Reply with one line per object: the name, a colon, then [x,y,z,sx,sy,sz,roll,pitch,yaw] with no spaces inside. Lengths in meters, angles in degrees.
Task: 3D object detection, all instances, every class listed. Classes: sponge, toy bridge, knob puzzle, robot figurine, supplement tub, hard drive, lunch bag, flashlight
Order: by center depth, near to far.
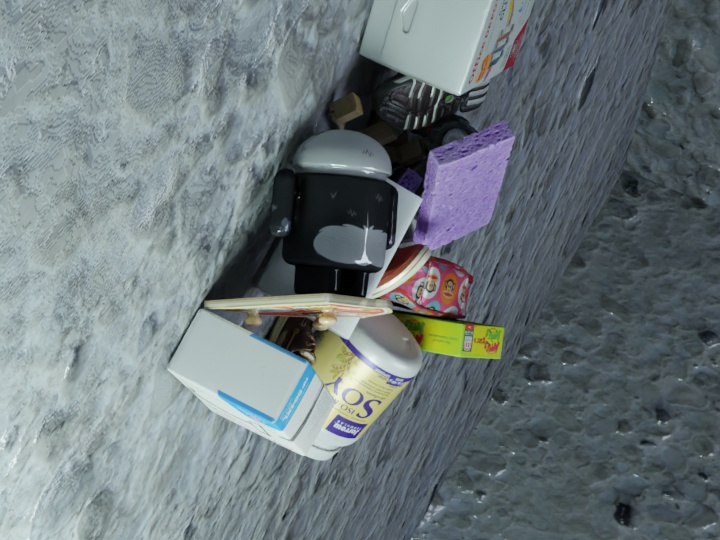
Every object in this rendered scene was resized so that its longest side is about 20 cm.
knob puzzle: [-0.050,0.052,1.471,0.220,0.219,0.031,23,66,-74]
robot figurine: [-0.028,-0.064,1.496,0.150,0.124,0.201,10,85,-79]
hard drive: [-0.026,-0.034,1.588,0.200,0.132,0.027,-62,-173,-10]
toy bridge: [0.013,-0.167,1.616,0.200,0.067,0.027,26,46,-59]
sponge: [0.131,-0.104,1.649,0.111,0.030,0.200,-25,154,-18]
sponge: [0.033,-0.088,1.725,0.112,0.030,0.200,-52,-176,2]
flashlight: [0.103,-0.191,1.733,0.200,0.068,0.068,-130,-128,-68]
supplement tub: [-0.025,0.151,1.775,0.200,0.145,0.145,-50,170,20]
lunch bag: [0.047,0.014,1.815,0.200,0.176,0.082,19,81,-55]

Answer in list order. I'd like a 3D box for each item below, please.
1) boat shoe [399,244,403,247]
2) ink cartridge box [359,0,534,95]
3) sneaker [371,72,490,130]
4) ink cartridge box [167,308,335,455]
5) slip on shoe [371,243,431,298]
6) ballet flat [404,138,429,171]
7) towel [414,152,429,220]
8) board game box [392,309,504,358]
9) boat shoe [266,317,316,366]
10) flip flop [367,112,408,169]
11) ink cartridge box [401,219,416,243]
boat shoe: [0.003,0.043,1.934,0.072,0.060,0.201,46,66,-43]
ink cartridge box: [0.115,-0.322,1.578,0.200,0.144,0.146,-37,148,-57]
sneaker: [0.063,-0.240,1.634,0.200,0.115,0.076,-13,131,-43]
ink cartridge box: [-0.123,0.136,1.498,0.084,0.146,0.200,-62,164,-14]
slip on shoe: [0.000,0.000,1.651,0.061,0.200,0.074,62,33,-19]
ballet flat: [0.108,-0.183,1.969,0.067,0.046,0.200,-48,166,23]
towel: [0.100,-0.130,1.806,0.133,0.034,0.200,-49,-170,-1]
board game box: [0.096,0.089,1.848,0.101,0.200,0.048,7,90,-49]
boat shoe: [-0.090,0.109,1.700,0.200,0.072,0.072,-54,161,-36]
flip flop: [0.032,-0.152,1.726,0.200,0.057,0.081,-67,164,6]
ink cartridge box: [0.073,-0.075,1.913,0.200,0.095,0.037,-38,114,-61]
